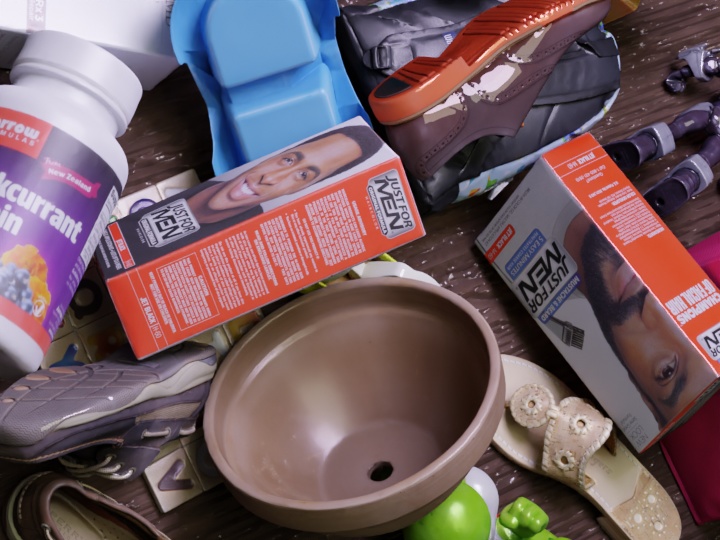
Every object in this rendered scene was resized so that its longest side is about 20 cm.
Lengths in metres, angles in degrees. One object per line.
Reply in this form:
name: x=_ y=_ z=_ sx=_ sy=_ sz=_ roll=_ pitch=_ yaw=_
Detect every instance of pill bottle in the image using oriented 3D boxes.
pill bottle: x=-0.212 y=-0.044 z=1.185 sx=0.111 sy=0.111 sz=0.202 roll=30 pitch=69 yaw=-19

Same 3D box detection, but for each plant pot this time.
plant pot: x=0.003 y=0.106 z=1.253 sx=0.201 sy=0.199 sz=0.093 roll=-50 pitch=141 yaw=-30

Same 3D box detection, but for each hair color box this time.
hair color box: x=-0.069 y=-0.023 z=1.218 sx=0.198 sy=0.102 sz=0.062 roll=-23 pitch=114 yaw=-7
hair color box: x=0.182 y=0.016 z=1.367 sx=0.064 sy=0.111 sz=0.201 roll=-26 pitch=71 yaw=-40

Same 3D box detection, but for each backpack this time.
backpack: x=0.092 y=-0.140 z=1.389 sx=0.198 sy=0.154 sz=0.164 roll=-26 pitch=84 yaw=-11

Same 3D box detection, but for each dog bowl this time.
dog bowl: x=-0.059 y=-0.130 z=1.266 sx=0.110 sy=0.050 sz=0.202 roll=-17 pitch=120 yaw=1

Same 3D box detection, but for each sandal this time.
sandal: x=0.170 y=0.128 z=1.388 sx=0.211 sy=0.069 sz=0.078 roll=43 pitch=60 yaw=-13

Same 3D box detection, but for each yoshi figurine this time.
yoshi figurine: x=0.095 y=0.201 z=1.306 sx=0.199 sy=0.112 sz=0.113 roll=39 pitch=68 yaw=-12

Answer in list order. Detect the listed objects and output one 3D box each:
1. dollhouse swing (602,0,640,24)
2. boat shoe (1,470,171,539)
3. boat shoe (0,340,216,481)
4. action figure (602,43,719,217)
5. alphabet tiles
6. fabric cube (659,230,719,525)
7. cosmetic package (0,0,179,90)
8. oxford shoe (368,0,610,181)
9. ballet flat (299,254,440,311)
dollhouse swing: x=0.146 y=-0.311 z=1.450 sx=0.200 sy=0.181 sz=0.177 roll=40 pitch=73 yaw=-14
boat shoe: x=-0.134 y=0.199 z=1.192 sx=0.202 sy=0.075 sz=0.075 roll=37 pitch=62 yaw=-16
boat shoe: x=-0.151 y=0.095 z=1.171 sx=0.199 sy=0.074 sz=0.074 roll=-18 pitch=113 yaw=-58
action figure: x=0.280 y=-0.113 z=1.524 sx=0.199 sy=0.069 sz=0.131 roll=-30 pitch=85 yaw=-36
alphabet tiles: x=-0.136 y=0.051 z=1.273 sx=0.166 sy=0.008 sz=0.202 roll=-26 pitch=89 yaw=-33
fabric cube: x=0.335 y=0.051 z=1.429 sx=0.195 sy=0.199 sz=0.202 roll=-27 pitch=90 yaw=-31
cosmetic package: x=-0.216 y=-0.189 z=1.256 sx=0.198 sy=0.074 sz=0.103 roll=5 pitch=74 yaw=-27
oxford shoe: x=0.097 y=-0.134 z=1.298 sx=0.199 sy=0.071 sz=0.073 roll=-32 pitch=111 yaw=-18
ballet flat: x=0.000 y=0.000 z=1.329 sx=0.199 sy=0.067 sz=0.067 roll=35 pitch=60 yaw=-16
